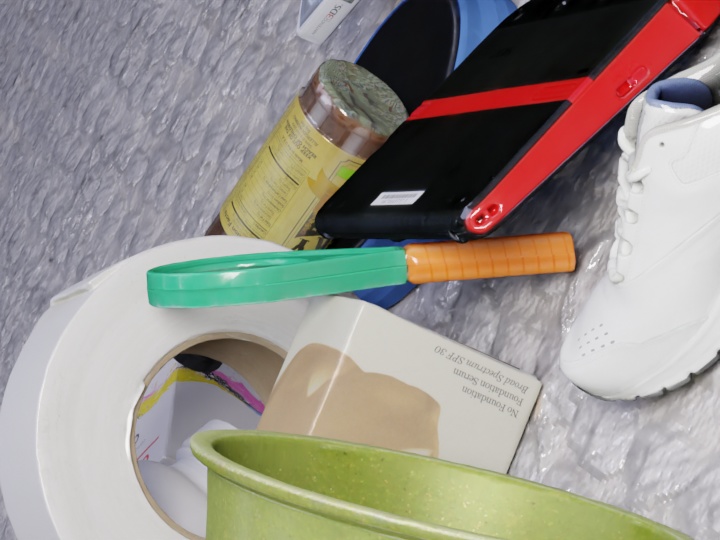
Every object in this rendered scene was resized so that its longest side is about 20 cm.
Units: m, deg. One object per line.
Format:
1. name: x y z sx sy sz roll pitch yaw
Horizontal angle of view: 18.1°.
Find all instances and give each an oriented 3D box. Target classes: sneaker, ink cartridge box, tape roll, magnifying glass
1. sneaker: 0.132 -0.033 0.895 0.200 0.087 0.075 -57 24 26
2. ink cartridge box: -0.112 0.112 1.367 0.117 0.067 0.200 -50 25 36
3. tape roll: -0.075 0.085 1.112 0.071 0.202 0.203 -18 50 64
4. magnifying glass: 0.000 0.000 1.053 0.080 0.199 0.022 -129 33 -83

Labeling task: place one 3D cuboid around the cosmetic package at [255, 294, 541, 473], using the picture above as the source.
1. cosmetic package: -0.006 0.121 1.043 0.201 0.105 0.071 -69 20 -5

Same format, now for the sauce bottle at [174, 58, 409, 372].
1. sauce bottle: -0.047 -0.025 1.254 0.200 0.065 0.065 -54 23 31

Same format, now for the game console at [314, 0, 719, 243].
1. game console: 0.074 -0.075 1.080 0.177 0.031 0.200 -47 15 -15

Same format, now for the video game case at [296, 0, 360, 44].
1. video game case: 0.020 -0.266 1.406 0.182 0.023 0.201 -44 31 48

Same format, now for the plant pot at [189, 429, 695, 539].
1. plant pot: 0.015 0.175 0.851 0.200 0.199 0.191 -161 82 -70

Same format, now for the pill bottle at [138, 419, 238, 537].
1. pill bottle: -0.124 0.172 1.178 0.200 0.112 0.112 -40 12 -21

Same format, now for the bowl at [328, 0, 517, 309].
1. bowl: 0.022 -0.074 1.285 0.201 0.039 0.201 -51 25 35
